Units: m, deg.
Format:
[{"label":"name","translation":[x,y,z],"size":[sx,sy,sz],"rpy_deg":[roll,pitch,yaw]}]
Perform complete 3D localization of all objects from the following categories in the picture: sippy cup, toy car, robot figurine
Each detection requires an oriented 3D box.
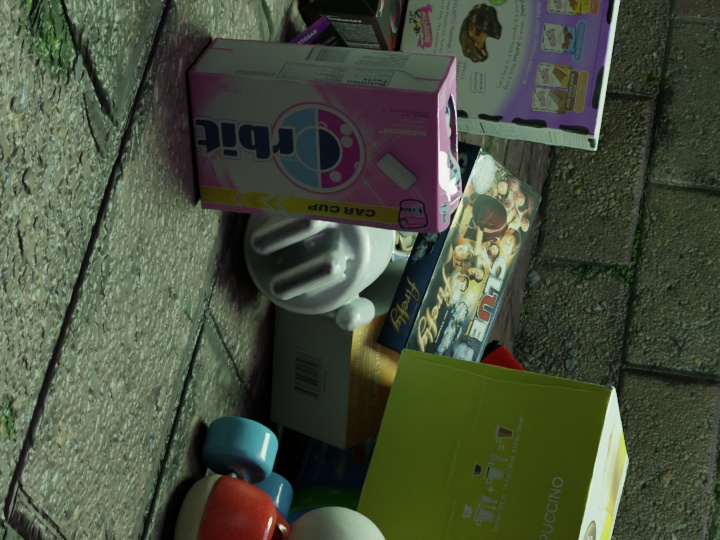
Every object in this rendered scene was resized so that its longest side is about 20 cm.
[{"label":"sippy cup","translation":[-0.007,0.201,1.524],"size":[0.140,0.176,0.132],"rpy_deg":[43,48,-48]},{"label":"toy car","translation":[-0.044,0.244,1.215],"size":[0.178,0.198,0.186],"rpy_deg":[79,22,-56]},{"label":"robot figurine","translation":[-0.032,-0.027,1.310],"size":[0.200,0.112,0.171],"rpy_deg":[-38,109,-74]}]

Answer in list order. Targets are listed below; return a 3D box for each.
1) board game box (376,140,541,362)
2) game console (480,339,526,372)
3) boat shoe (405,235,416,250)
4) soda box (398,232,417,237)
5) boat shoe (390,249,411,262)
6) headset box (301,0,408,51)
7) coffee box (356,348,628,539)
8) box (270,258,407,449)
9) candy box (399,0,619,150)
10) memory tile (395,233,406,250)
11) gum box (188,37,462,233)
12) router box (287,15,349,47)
[{"label":"board game box","translation":[0.096,-0.004,1.424],"size":[0.135,0.034,0.202],"rpy_deg":[29,80,-54]},{"label":"game console","translation":[0.111,0.185,1.627],"size":[0.119,0.200,0.173],"rpy_deg":[48,1,-42]},{"label":"boat shoe","translation":[0.051,-0.036,1.842],"size":[0.067,0.071,0.203],"rpy_deg":[165,-73,-67]},{"label":"soda box","translation":[0.049,-0.141,1.569],"size":[0.064,0.067,0.202],"rpy_deg":[33,44,-81]},{"label":"boat shoe","translation":[0.000,0.000,1.560],"size":[0.199,0.072,0.073],"rpy_deg":[18,82,-52]},{"label":"headset box","translation":[0.010,-0.275,1.451],"size":[0.200,0.074,0.150],"rpy_deg":[58,42,-72]},{"label":"coffee box","translation":[0.121,0.213,1.358],"size":[0.198,0.198,0.202],"rpy_deg":[65,38,-61]},{"label":"box","translation":[0.014,0.076,1.459],"size":[0.199,0.097,0.126],"rpy_deg":[-18,118,-49]},{"label":"candy box","translation":[0.140,-0.216,1.437],"size":[0.072,0.198,0.170],"rpy_deg":[37,62,-77]},{"label":"memory tile","translation":[0.017,-0.108,1.599],"size":[0.200,0.017,0.155],"rpy_deg":[62,16,-71]},{"label":"gum box","translation":[-0.021,-0.100,1.113],"size":[0.066,0.198,0.115],"rpy_deg":[-65,157,-54]},{"label":"router box","translation":[0.009,-0.132,1.391],"size":[0.150,0.051,0.200],"rpy_deg":[55,1,16]}]
